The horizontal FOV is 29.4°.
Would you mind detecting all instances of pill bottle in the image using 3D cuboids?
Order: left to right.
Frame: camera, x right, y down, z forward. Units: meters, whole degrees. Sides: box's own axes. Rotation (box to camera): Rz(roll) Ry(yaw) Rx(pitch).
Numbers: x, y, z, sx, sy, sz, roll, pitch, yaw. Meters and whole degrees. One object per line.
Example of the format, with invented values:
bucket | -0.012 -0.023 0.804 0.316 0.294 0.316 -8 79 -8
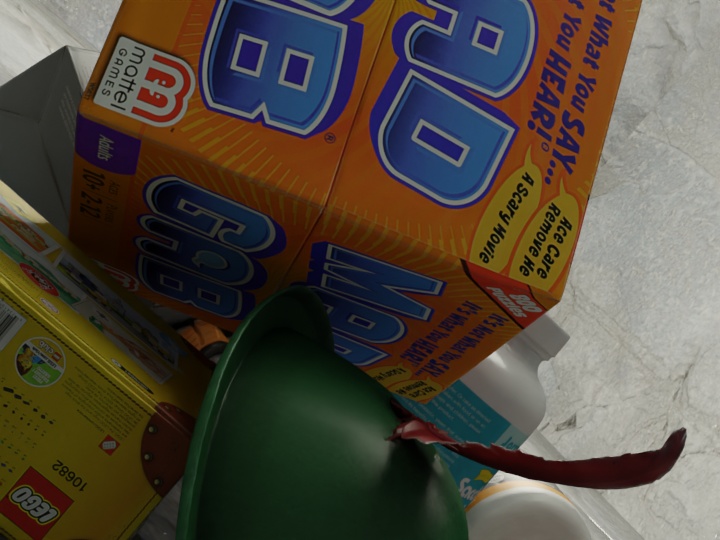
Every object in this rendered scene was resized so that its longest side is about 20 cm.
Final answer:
pill bottle | 0.038 0.093 0.842 0.111 0.200 0.111 41 4 -3
pill bottle | 0.090 0.182 1.043 0.116 0.117 0.200 40 3 -21

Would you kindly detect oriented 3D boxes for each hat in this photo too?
hat | 0.037 0.098 0.527 0.174 0.167 0.200 5 13 16

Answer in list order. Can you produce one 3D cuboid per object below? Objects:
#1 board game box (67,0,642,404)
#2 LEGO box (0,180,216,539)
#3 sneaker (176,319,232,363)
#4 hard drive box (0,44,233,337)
board game box | -0.007 -0.082 0.635 0.198 0.201 0.200 21 -20 -6
LEGO box | -0.158 0.020 0.565 0.200 0.077 0.149 41 3 -8
sneaker | -0.074 0.083 0.847 0.077 0.078 0.200 50 12 14
hard drive box | -0.118 -0.039 0.832 0.200 0.076 0.157 0 67 -63
